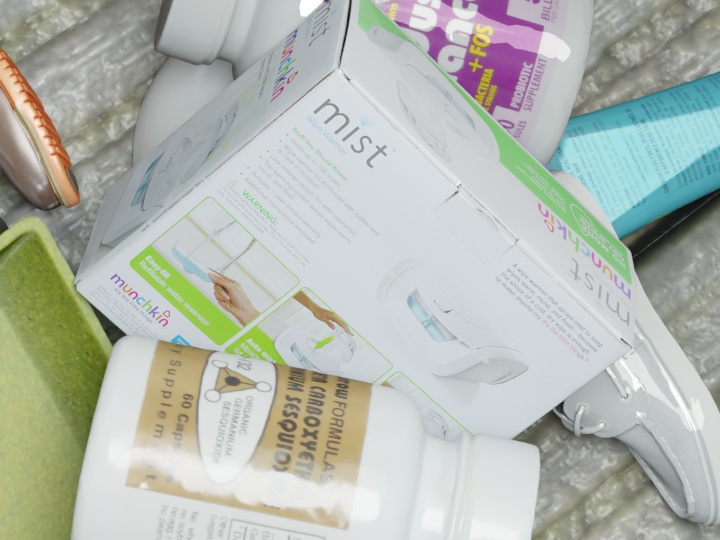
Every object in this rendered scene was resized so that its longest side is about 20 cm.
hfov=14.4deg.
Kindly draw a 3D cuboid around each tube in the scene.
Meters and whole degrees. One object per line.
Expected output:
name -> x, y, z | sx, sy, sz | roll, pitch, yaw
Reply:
tube -> 0.183, -0.073, 1.533 | 0.199, 0.050, 0.078 | -21, 73, -16

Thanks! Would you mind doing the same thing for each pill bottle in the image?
pill bottle -> 0.005, -0.120, 1.392 | 0.199, 0.112, 0.113 | 15, 67, -9
pill bottle -> -0.024, 0.103, 1.287 | 0.199, 0.114, 0.115 | 12, 67, -2

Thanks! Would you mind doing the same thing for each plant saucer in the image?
plant saucer -> -0.190, 0.107, 1.323 | 0.200, 0.048, 0.201 | -39, 118, -24

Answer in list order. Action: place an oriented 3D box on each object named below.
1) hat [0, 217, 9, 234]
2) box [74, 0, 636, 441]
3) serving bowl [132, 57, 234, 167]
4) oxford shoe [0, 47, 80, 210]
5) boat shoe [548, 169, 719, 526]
hat -> -0.255, 0.039, 1.345 | 0.200, 0.081, 0.202 | -7, 101, -34
box -> 0.000, 0.000, 1.342 | 0.200, 0.176, 0.097 | 42, 25, -19
serving bowl -> -0.014, -0.062, 1.463 | 0.199, 0.066, 0.201 | 5, 69, -12
oxford shoe -> -0.216, -0.098, 1.431 | 0.073, 0.071, 0.200 | -39, 78, -4
boat shoe -> 0.122, 0.048, 1.445 | 0.068, 0.072, 0.201 | -29, 95, -19
